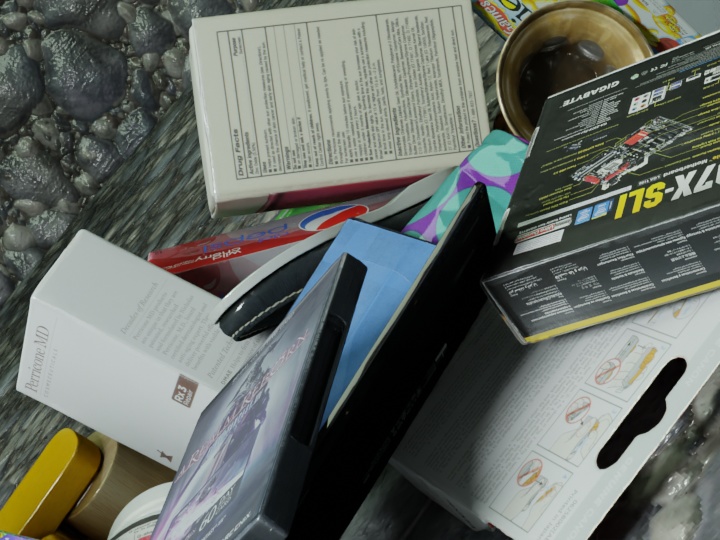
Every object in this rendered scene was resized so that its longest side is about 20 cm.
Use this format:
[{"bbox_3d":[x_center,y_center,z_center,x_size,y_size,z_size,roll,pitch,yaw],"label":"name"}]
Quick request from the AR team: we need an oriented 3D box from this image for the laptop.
[{"bbox_3d":[-0.022,0.042,0.799,0.188,0.116,0.200,-58,-16,-11],"label":"laptop"}]

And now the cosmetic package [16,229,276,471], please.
[{"bbox_3d":[-0.111,0.068,0.980,0.102,0.199,0.074,112,-176,-47],"label":"cosmetic package"}]

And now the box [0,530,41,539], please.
[{"bbox_3d":[-0.266,0.216,0.795,0.122,0.199,0.194,137,148,-70],"label":"box"}]

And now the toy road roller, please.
[{"bbox_3d":[-0.178,0.217,1.023,0.201,0.123,0.146,-56,29,-6],"label":"toy road roller"}]

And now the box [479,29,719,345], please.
[{"bbox_3d":[0.166,-0.055,0.746,0.199,0.049,0.160,-19,32,33],"label":"box"}]

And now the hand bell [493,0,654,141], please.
[{"bbox_3d":[0.122,-0.108,1.055,0.104,0.104,0.200,-52,3,-8],"label":"hand bell"}]

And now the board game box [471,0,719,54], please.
[{"bbox_3d":[0.175,-0.198,1.036,0.105,0.103,0.200,-54,17,-13],"label":"board game box"}]

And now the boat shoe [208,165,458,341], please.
[{"bbox_3d":[0.000,0.000,0.965,0.199,0.061,0.076,-29,-6,-23],"label":"boat shoe"}]

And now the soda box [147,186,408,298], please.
[{"bbox_3d":[-0.044,0.001,1.068,0.199,0.064,0.070,-15,18,-1],"label":"soda box"}]

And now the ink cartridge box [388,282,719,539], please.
[{"bbox_3d":[0.105,0.061,0.767,0.163,0.057,0.200,-51,30,-7],"label":"ink cartridge box"}]

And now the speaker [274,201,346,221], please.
[{"bbox_3d":[-0.048,0.010,1.193,0.200,0.088,0.088,-52,16,-7],"label":"speaker"}]

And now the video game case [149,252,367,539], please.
[{"bbox_3d":[-0.058,0.092,0.740,0.143,0.019,0.200,-48,15,32],"label":"video game case"}]

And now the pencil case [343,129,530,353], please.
[{"bbox_3d":[0.056,0.013,0.911,0.092,0.085,0.200,37,87,30],"label":"pencil case"}]

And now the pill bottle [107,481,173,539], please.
[{"bbox_3d":[-0.094,0.197,0.833,0.116,0.116,0.200,-47,17,9],"label":"pill bottle"}]

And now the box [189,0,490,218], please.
[{"bbox_3d":[-0.017,-0.116,1.111,0.199,0.129,0.109,-7,-4,-7],"label":"box"}]
